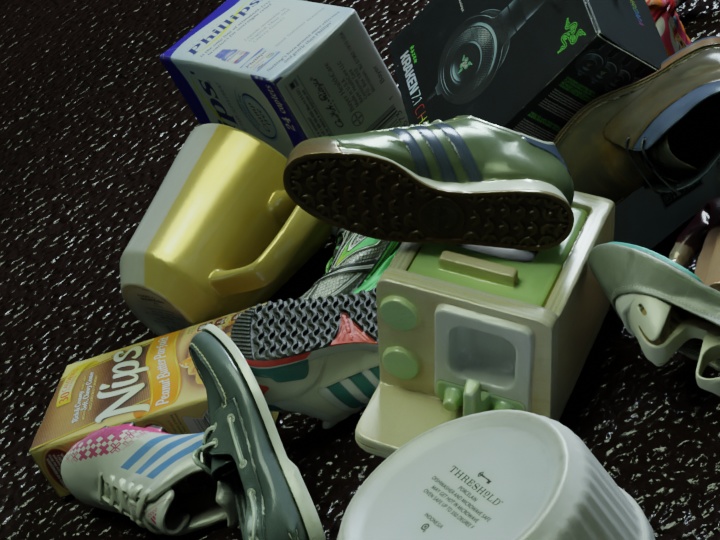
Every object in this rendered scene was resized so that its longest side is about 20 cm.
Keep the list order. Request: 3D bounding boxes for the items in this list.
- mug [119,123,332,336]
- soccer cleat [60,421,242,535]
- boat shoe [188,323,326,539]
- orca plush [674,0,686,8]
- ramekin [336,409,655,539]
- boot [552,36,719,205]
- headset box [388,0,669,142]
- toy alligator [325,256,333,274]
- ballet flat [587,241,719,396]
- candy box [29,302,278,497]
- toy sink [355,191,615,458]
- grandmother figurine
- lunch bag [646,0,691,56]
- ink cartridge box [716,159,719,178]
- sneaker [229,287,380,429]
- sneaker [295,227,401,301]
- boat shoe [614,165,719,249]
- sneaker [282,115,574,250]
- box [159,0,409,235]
[{"bbox_3d":[-0.122,-0.025,1.716,0.154,0.149,0.187,-54,-6,-24],"label":"mug"},{"bbox_3d":[-0.157,0.160,1.540,0.198,0.070,0.087,-9,34,33],"label":"soccer cleat"},{"bbox_3d":[-0.087,0.126,1.451,0.061,0.073,0.201,-23,61,-10],"label":"boat shoe"},{"bbox_3d":[0.261,-0.266,1.834,0.200,0.105,0.071,-45,-18,21],"label":"orca plush"},{"bbox_3d":[0.075,0.174,1.278,0.201,0.095,0.203,-23,29,14],"label":"ramekin"},{"bbox_3d":[0.193,-0.086,1.448,0.200,0.075,0.097,-40,13,15],"label":"boot"},{"bbox_3d":[0.132,-0.163,1.567,0.200,0.092,0.175,-43,42,30],"label":"headset box"},{"bbox_3d":[0.050,-0.056,1.700,0.054,0.059,0.200,37,77,15],"label":"toy alligator"},{"bbox_3d":[0.220,0.041,1.336,0.199,0.068,0.064,26,62,30],"label":"ballet flat"},{"bbox_3d":[-0.156,0.103,1.645,0.198,0.056,0.116,-17,29,21],"label":"candy box"},{"bbox_3d":[0.086,0.033,1.428,0.129,0.113,0.201,14,45,19],"label":"toy sink"},{"bbox_3d":[0.270,-0.025,1.458,0.120,0.061,0.201,-6,38,22],"label":"grandmother figurine"},{"bbox_3d":[0.176,-0.142,1.714,0.175,0.082,0.200,-11,32,38],"label":"lunch bag"},{"bbox_3d":[0.330,-0.088,1.442,0.158,0.048,0.201,-7,39,3],"label":"ink cartridge box"},{"bbox_3d":[0.001,0.070,1.540,0.198,0.094,0.071,-4,45,-8],"label":"sneaker"},{"bbox_3d":[0.000,0.000,1.618,0.085,0.078,0.200,43,62,15],"label":"sneaker"},{"bbox_3d":[0.209,-0.064,1.560,0.198,0.074,0.068,-33,23,-9],"label":"boat shoe"},{"bbox_3d":[0.050,-0.069,1.418,0.198,0.068,0.090,9,38,3],"label":"sneaker"},{"bbox_3d":[-0.051,-0.135,1.797,0.105,0.185,0.199,-42,30,-19],"label":"box"}]
